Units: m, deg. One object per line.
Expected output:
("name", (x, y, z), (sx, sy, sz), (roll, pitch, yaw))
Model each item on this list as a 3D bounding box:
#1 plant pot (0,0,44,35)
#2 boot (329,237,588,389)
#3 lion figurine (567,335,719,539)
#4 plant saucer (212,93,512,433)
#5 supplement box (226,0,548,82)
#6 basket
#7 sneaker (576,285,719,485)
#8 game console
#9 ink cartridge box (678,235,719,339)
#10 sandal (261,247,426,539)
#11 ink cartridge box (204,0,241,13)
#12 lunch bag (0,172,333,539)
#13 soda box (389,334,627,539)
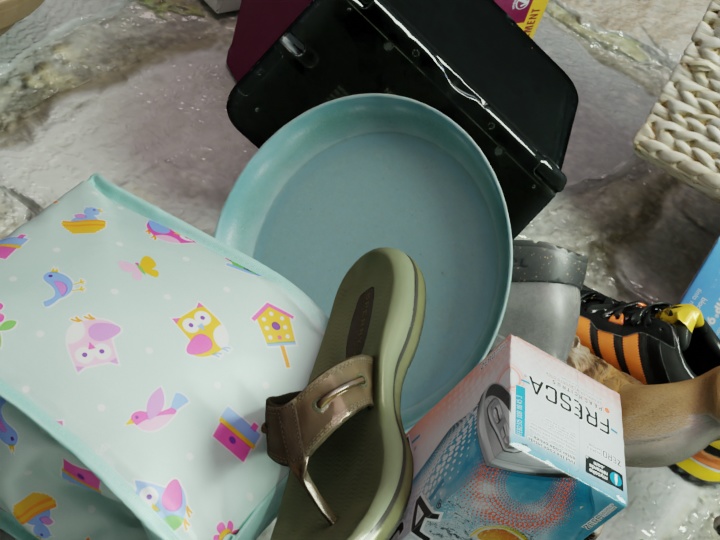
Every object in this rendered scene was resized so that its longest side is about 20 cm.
("plant pot", (-0.307, -0.198, 0.925), (0.201, 0.093, 0.201), (11, 43, -11))
("boot", (0.037, 0.051, 0.800), (0.070, 0.200, 0.132), (15, 79, -46))
("lion figurine", (0.174, 0.086, 0.785), (0.200, 0.072, 0.123), (-3, 47, 25))
("plant saucer", (0.000, 0.000, 0.783), (0.200, 0.200, 0.027), (48, 17, 28))
("supplement box", (0.020, -0.181, 1.007), (0.200, 0.131, 0.103), (-9, 49, -28))
("basket", (0.331, -0.088, 0.932), (0.198, 0.161, 0.200), (21, 12, -45))
("sneaker", (0.175, 0.040, 0.863), (0.200, 0.090, 0.070), (39, 45, 20))
("game console", (0.035, -0.112, 0.907), (0.200, 0.176, 0.116), (41, 7, -17))
("ink cartridge box", (0.311, 0.048, 0.898), (0.200, 0.068, 0.116), (32, 19, 14))
("sandal", (-0.017, 0.064, 0.640), (0.057, 0.080, 0.201), (37, 40, -27))
("ink cartridge box", (-0.069, -0.295, 1.128), (0.200, 0.083, 0.147), (-19, 54, -36))
("lunch bag", (-0.114, 0.065, 0.701), (0.200, 0.122, 0.170), (31, 42, 14))
("soda box", (0.034, 0.120, 0.637), (0.064, 0.200, 0.068), (28, 38, -17))
